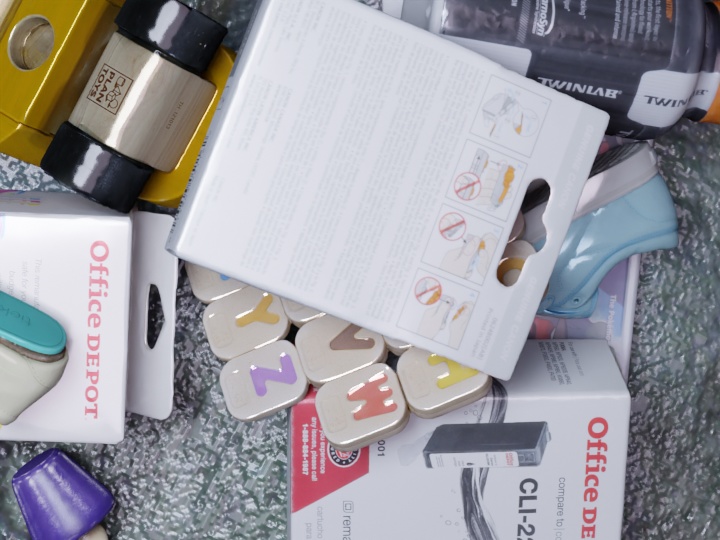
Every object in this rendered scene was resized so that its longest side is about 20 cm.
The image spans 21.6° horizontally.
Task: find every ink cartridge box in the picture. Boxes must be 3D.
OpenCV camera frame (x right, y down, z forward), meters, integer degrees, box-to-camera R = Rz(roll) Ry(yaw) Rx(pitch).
[{"bbox_3d":[0.015,-0.049,1.021,0.199,0.047,0.161,21,89,-13],"label":"ink cartridge box"},{"bbox_3d":[-0.205,0.022,1.083,0.199,0.125,0.129,3,98,-6],"label":"ink cartridge box"},{"bbox_3d":[0.056,0.121,1.129,0.199,0.084,0.145,-1,112,-4],"label":"ink cartridge box"}]

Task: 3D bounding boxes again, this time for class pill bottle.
[{"bbox_3d":[0.128,-0.134,1.096,0.199,0.106,0.107,8,97,-11],"label":"pill bottle"}]

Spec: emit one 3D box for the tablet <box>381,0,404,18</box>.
[{"bbox_3d":[0.109,-0.216,1.137,0.199,0.014,0.131,-4,99,-5],"label":"tablet"}]

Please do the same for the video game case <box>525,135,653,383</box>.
[{"bbox_3d":[0.082,-0.004,1.160,0.181,0.023,0.201,4,98,-6],"label":"video game case"}]

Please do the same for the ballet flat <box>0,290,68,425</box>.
[{"bbox_3d":[-0.248,0.014,0.987,0.200,0.069,0.070,35,94,-10],"label":"ballet flat"}]

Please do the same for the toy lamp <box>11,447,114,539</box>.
[{"bbox_3d":[-0.143,0.198,1.151,0.058,0.058,0.200,-32,99,0],"label":"toy lamp"}]

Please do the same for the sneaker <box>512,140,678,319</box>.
[{"bbox_3d":[0.100,0.003,1.116,0.199,0.074,0.082,-28,98,1],"label":"sneaker"}]

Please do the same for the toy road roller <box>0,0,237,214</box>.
[{"bbox_3d":[-0.146,-0.110,1.089,0.200,0.146,0.123,31,94,28],"label":"toy road roller"}]

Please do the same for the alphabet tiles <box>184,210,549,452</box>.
[{"bbox_3d":[0.000,0.000,1.077,0.195,0.015,0.201,-22,61,4],"label":"alphabet tiles"}]
